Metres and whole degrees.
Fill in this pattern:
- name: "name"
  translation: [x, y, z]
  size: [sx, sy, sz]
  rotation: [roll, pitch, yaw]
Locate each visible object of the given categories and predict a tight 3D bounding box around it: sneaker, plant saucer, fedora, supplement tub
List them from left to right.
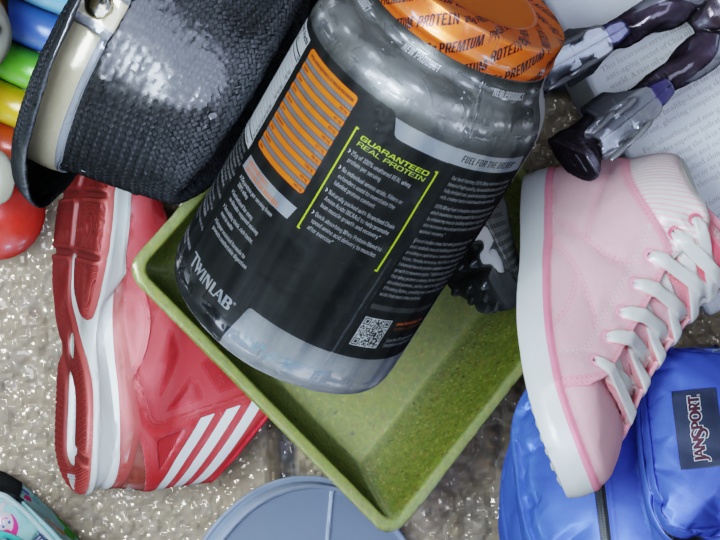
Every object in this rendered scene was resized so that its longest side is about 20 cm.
- name: "sneaker"
  translation: [-0.100, 0.018, 1.366]
  size: [0.115, 0.078, 0.201]
  rotation: [3, 95, -26]
- name: "fedora"
  translation: [-0.085, -0.105, 1.243]
  size: [0.091, 0.201, 0.201]
  rotation: [29, 92, 6]
- name: "plant saucer"
  translation: [0.000, 0.000, 1.347]
  size: [0.200, 0.048, 0.200]
  rotation: [46, 68, -15]
- name: "supplement tub"
  translation: [0.006, -0.051, 1.211]
  size: [0.122, 0.123, 0.200]
  rotation: [28, 115, -9]
- name: "sneaker"
  translation: [0.046, -0.077, 1.312]
  size: [0.090, 0.066, 0.201]
  rotation: [-33, 98, -24]
- name: "sneaker"
  translation: [0.135, 0.017, 1.271]
  size: [0.104, 0.201, 0.075]
  rotation: [-12, 135, 15]

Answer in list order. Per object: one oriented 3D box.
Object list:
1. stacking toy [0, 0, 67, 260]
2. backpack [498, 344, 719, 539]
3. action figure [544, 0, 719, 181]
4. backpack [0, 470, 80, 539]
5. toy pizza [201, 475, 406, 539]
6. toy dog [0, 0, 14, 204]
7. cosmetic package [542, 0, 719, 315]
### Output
- name: "stacking toy"
  translation: [-0.168, -0.102, 1.335]
  size: [0.085, 0.085, 0.201]
  rotation: [19, 100, -9]
- name: "backpack"
  translation: [0.172, 0.112, 1.345]
  size: [0.199, 0.168, 0.163]
  rotation: [-3, 56, -1]
- name: "action figure"
  translation: [0.174, -0.126, 1.303]
  size: [0.200, 0.069, 0.130]
  rotation: [-35, 90, -8]
- name: "backpack"
  translation: [-0.187, 0.226, 1.332]
  size: [0.177, 0.151, 0.200]
  rotation: [-40, 104, -3]
- name: "toy pizza"
  translation: [-0.033, 0.209, 1.359]
  size: [0.200, 0.032, 0.201]
  rotation: [7, 80, -45]
- name: "toy dog"
  translation: [-0.246, -0.090, 1.280]
  size: [0.139, 0.194, 0.200]
  rotation: [15, 123, -47]
- name: "cosmetic package"
  translation: [0.175, -0.089, 1.376]
  size: [0.101, 0.071, 0.201]
  rotation: [-28, 99, -4]
